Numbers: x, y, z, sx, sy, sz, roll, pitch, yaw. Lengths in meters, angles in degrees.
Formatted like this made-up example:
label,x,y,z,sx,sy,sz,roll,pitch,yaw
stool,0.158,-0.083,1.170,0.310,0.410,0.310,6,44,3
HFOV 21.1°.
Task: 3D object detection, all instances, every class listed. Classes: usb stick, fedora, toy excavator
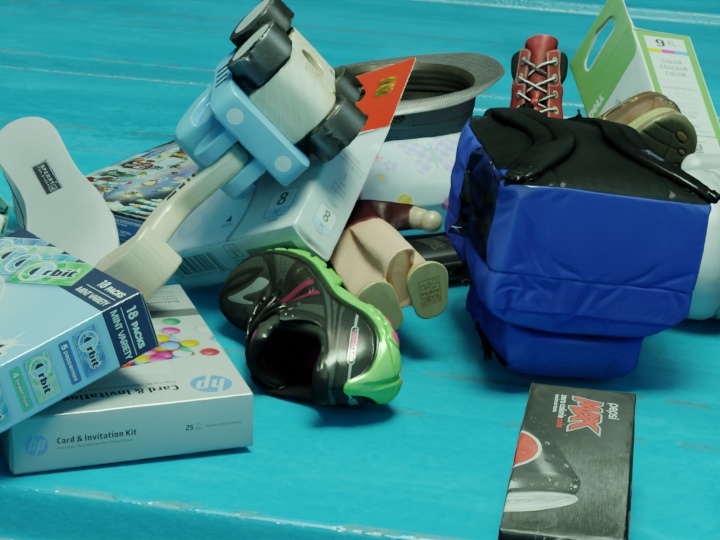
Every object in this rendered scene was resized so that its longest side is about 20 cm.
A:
label,x,y,z,sx,sy,sz,roll,pitch,yaw
usb stick,0.000,0.000,1.488,0.199,0.033,0.055,-9,17,-28
fedora,0.035,-0.135,1.771,0.199,0.091,0.177,-10,21,-15
toy excavator,-0.098,-0.076,1.371,0.100,0.200,0.195,43,16,-17

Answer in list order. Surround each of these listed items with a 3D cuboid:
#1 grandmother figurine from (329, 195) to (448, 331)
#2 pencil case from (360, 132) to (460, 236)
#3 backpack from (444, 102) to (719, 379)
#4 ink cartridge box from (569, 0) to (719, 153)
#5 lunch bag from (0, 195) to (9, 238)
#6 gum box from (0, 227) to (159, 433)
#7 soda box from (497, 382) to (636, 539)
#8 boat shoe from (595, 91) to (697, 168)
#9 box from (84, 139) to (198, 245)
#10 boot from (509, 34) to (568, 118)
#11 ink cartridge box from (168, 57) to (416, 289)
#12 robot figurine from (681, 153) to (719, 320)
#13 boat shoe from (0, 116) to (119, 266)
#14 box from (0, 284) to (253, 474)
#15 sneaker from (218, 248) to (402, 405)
label,x,y,z,sx,sy,sz,roll,pitch,yaw
grandmother figurine,0.001,-0.023,1.419,0.120,0.061,0.200,-13,28,-18
pencil case,0.018,-0.070,1.603,0.199,0.083,0.091,-4,43,-20
backpack,0.134,-0.027,1.370,0.161,0.169,0.200,11,21,-15
ink cartridge box,0.244,-0.133,1.635,0.059,0.104,0.201,4,51,-21
lunch bag,-0.384,-0.050,1.454,0.169,0.123,0.200,10,12,26
gum box,-0.253,0.053,1.206,0.199,0.045,0.170,-30,30,-26
soda box,0.118,0.133,1.098,0.070,0.064,0.200,5,20,8
boat shoe,0.173,-0.073,1.542,0.199,0.072,0.068,-33,36,10
box,-0.154,-0.060,1.620,0.136,0.040,0.200,14,23,25
boot,0.150,-0.125,1.681,0.072,0.145,0.200,4,21,5
ink cartridge box,-0.056,-0.084,1.464,0.159,0.047,0.201,-12,45,44
robot figurine,0.295,-0.021,1.461,0.198,0.113,0.170,-3,50,-13
boat shoe,-0.233,-0.034,1.494,0.072,0.066,0.200,-26,50,-13
box,-0.171,0.067,1.275,0.155,0.041,0.200,-5,23,-17
sneaker,-0.049,0.038,1.319,0.083,0.077,0.200,-12,21,-29
